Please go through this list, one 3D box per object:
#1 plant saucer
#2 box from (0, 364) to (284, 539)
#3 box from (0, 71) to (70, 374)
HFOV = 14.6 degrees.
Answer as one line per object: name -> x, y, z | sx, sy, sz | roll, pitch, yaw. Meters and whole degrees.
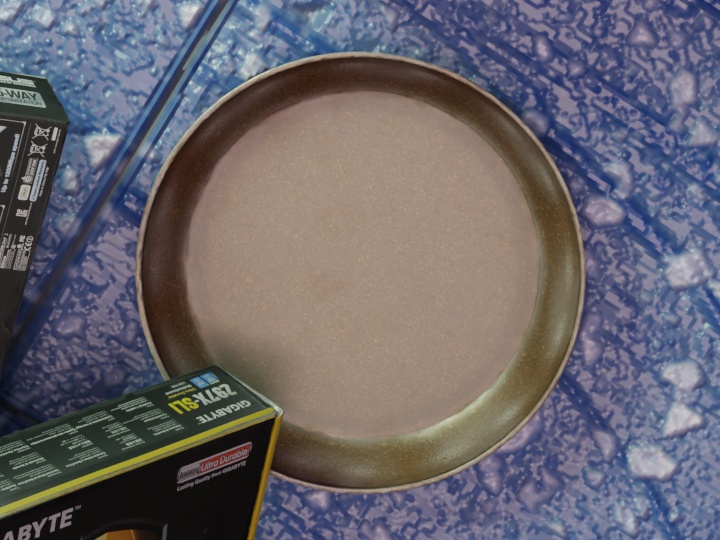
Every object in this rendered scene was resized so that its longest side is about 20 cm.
plant saucer -> 0.000, 0.000, 1.253 | 0.200, 0.032, 0.201 | 0, 102, 1
box -> -0.131, 0.140, 1.195 | 0.049, 0.200, 0.160 | 35, 124, 32
box -> -0.226, 0.005, 1.204 | 0.157, 0.050, 0.200 | 6, 115, -24
